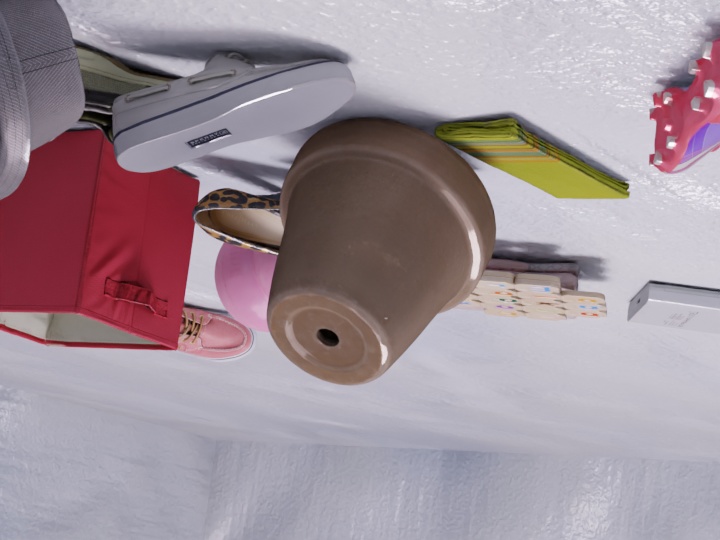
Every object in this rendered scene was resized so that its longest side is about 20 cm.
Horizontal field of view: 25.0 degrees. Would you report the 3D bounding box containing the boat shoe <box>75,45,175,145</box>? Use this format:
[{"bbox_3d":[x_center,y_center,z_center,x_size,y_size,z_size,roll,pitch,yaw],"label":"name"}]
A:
[{"bbox_3d":[-0.191,-0.130,1.355,0.200,0.067,0.071,17,164,-38],"label":"boat shoe"}]

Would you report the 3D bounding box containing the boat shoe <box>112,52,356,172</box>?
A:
[{"bbox_3d":[-0.103,-0.137,1.277,0.198,0.066,0.072,-19,158,13],"label":"boat shoe"}]

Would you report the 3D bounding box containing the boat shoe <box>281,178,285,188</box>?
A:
[{"bbox_3d":[0.018,-0.062,1.525,0.198,0.072,0.064,6,176,29],"label":"boat shoe"}]

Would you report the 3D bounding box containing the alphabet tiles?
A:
[{"bbox_3d":[0.180,0.029,1.830,0.193,0.015,0.200,5,168,11],"label":"alphabet tiles"}]

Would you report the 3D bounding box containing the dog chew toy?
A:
[{"bbox_3d":[-0.070,-0.007,1.734,0.124,0.126,0.199,15,158,-33],"label":"dog chew toy"}]

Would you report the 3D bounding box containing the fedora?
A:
[{"bbox_3d":[-0.265,-0.146,1.198,0.090,0.179,0.199,-20,-176,-32],"label":"fedora"}]

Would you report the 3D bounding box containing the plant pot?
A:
[{"bbox_3d":[0.000,0.000,1.398,0.198,0.175,0.201,15,138,14],"label":"plant pot"}]

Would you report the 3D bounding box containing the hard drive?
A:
[{"bbox_3d":[0.423,0.051,1.905,0.197,0.027,0.132,7,168,0],"label":"hard drive"}]

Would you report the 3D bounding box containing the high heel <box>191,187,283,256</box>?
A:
[{"bbox_3d":[-0.062,-0.030,1.572,0.199,0.072,0.142,23,-162,35],"label":"high heel"}]

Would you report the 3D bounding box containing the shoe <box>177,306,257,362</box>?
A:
[{"bbox_3d":[-0.253,0.086,2.353,0.198,0.072,0.091,10,174,9],"label":"shoe"}]

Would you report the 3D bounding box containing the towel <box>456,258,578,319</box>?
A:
[{"bbox_3d":[0.160,0.017,1.894,0.189,0.033,0.200,5,167,8],"label":"towel"}]

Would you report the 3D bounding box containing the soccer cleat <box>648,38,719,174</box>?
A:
[{"bbox_3d":[0.260,-0.115,1.176,0.075,0.068,0.200,3,165,-4],"label":"soccer cleat"}]

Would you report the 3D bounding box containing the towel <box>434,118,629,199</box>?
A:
[{"bbox_3d":[0.154,-0.096,1.431,0.085,0.018,0.199,4,169,40],"label":"towel"}]

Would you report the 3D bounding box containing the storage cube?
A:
[{"bbox_3d":[-0.281,-0.027,1.614,0.198,0.182,0.171,-1,165,30],"label":"storage cube"}]
